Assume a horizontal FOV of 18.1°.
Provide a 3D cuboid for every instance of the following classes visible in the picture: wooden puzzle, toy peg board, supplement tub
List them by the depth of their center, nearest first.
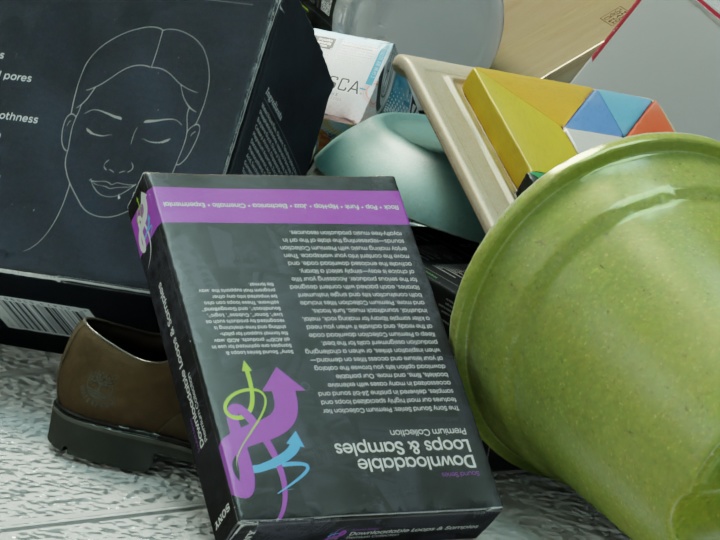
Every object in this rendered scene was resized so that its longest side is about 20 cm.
[{"bbox_3d":[0.129,-0.054,1.252,0.184,0.037,0.201,7,36,-32],"label":"wooden puzzle"},{"bbox_3d":[0.011,-0.198,1.605,0.122,0.123,0.200,1,22,-24],"label":"supplement tub"},{"bbox_3d":[0.104,-0.130,1.648,0.199,0.098,0.199,-31,31,-6],"label":"toy peg board"}]

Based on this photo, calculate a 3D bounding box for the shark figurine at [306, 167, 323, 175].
[{"bbox_3d":[-0.112,0.018,1.344,0.213,0.129,0.089,-6,-15,15],"label":"shark figurine"}]

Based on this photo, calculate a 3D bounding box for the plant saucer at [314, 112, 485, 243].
[{"bbox_3d":[0.073,-0.054,1.322,0.198,0.036,0.200,16,13,-4],"label":"plant saucer"}]

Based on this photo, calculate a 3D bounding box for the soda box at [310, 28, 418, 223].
[{"bbox_3d":[0.005,-0.069,1.479,0.063,0.069,0.200,13,-27,21],"label":"soda box"}]

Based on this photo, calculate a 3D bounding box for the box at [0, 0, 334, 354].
[{"bbox_3d":[-0.142,-0.061,1.261,0.198,0.198,0.124,9,-22,18],"label":"box"}]

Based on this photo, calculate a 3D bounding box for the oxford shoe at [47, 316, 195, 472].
[{"bbox_3d":[-0.055,0.062,1.140,0.198,0.085,0.073,9,13,-3],"label":"oxford shoe"}]

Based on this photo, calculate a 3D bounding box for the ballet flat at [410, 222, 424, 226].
[{"bbox_3d":[0.000,0.000,1.462,0.198,0.070,0.069,10,15,9],"label":"ballet flat"}]

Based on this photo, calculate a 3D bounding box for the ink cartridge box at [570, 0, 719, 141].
[{"bbox_3d":[0.248,-0.084,1.562,0.145,0.146,0.200,46,16,31],"label":"ink cartridge box"}]

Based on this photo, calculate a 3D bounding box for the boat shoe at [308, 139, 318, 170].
[{"bbox_3d":[-0.098,-0.047,1.393,0.199,0.073,0.063,-31,-6,29],"label":"boat shoe"}]

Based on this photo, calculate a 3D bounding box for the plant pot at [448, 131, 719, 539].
[{"bbox_3d":[0.167,0.063,1.095,0.199,0.202,0.184,1,28,-24],"label":"plant pot"}]

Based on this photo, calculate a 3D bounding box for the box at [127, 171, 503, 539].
[{"bbox_3d":[-0.024,0.041,1.109,0.142,0.036,0.201,0,54,-27],"label":"box"}]

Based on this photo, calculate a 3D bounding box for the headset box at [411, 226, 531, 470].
[{"bbox_3d":[0.105,0.040,1.288,0.199,0.094,0.174,0,16,-29],"label":"headset box"}]
